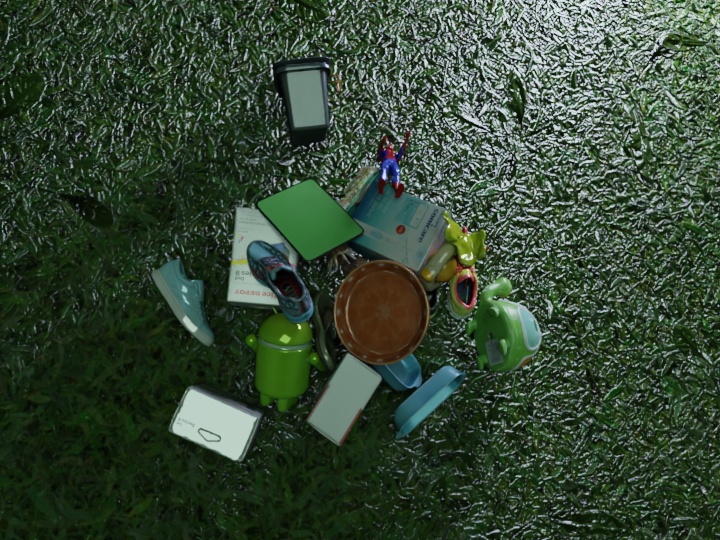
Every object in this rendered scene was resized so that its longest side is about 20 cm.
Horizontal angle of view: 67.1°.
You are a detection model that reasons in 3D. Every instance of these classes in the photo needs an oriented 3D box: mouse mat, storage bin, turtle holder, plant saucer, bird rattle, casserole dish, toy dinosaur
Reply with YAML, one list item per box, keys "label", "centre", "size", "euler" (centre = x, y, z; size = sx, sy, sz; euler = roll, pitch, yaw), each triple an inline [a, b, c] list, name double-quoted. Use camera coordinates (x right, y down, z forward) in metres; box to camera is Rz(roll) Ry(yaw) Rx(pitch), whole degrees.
- label: "mouse mat"
  centre: [-0.107, -0.111, 1.143]
  size: [0.159, 0.008, 0.200]
  euler: [-29, 60, -30]
- label: "storage bin"
  centre: [-0.110, -0.360, 1.183]
  size: [0.142, 0.200, 0.138]
  euler: [-8, 93, -7]
- label: "turtle holder"
  centre: [0.313, 0.126, 1.189]
  size: [0.129, 0.143, 0.187]
  euler: [-2, 43, -23]
- label: "plant saucer"
  centre: [0.042, 0.083, 1.078]
  size: [0.195, 0.032, 0.206]
  euler: [-1, 86, 19]
- label: "bird rattle"
  centre: [0.174, -0.030, 1.092]
  size: [0.113, 0.200, 0.163]
  euler: [43, 87, 9]
- label: "casserole dish"
  centre: [0.052, 0.175, 1.160]
  size: [0.039, 0.121, 0.201]
  euler: [-41, 88, 26]
- label: "casserole dish"
  centre: [0.139, 0.271, 1.143]
  size: [0.199, 0.122, 0.039]
  euler: [-40, 65, -11]
- label: "toy dinosaur"
  centre: [0.000, 0.000, 1.151]
  size: [0.196, 0.136, 0.087]
  euler: [18, 67, 18]

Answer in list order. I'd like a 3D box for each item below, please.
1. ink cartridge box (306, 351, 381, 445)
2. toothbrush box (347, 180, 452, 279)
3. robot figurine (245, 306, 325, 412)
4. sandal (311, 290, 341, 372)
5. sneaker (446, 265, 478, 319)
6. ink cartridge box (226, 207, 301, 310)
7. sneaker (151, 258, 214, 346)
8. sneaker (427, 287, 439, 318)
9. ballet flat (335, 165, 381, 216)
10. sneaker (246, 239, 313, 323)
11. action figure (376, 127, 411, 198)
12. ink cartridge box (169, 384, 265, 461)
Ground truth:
- label: "ink cartridge box"
  centre: [-0.033, 0.247, 1.086]
  size: [0.082, 0.200, 0.147]
  euler: [32, 83, 2]
- label: "toothbrush box"
  centre: [0.082, -0.083, 1.169]
  size: [0.197, 0.085, 0.148]
  euler: [27, 79, 25]
- label: "robot figurine"
  centre: [-0.157, 0.179, 1.113]
  size: [0.172, 0.115, 0.205]
  euler: [11, 102, 22]
- label: "sandal"
  centre: [-0.060, 0.123, 1.129]
  size: [0.056, 0.080, 0.203]
  euler: [-25, 40, 11]
- label: "sneaker"
  centre: [0.229, 0.003, 1.208]
  size: [0.076, 0.090, 0.205]
  euler: [-6, 81, -5]
- label: "ink cartridge box"
  centre: [-0.203, -0.022, 1.169]
  size: [0.142, 0.088, 0.205]
  euler: [6, 82, -6]
- label: "sneaker"
  centre: [-0.356, 0.062, 1.148]
  size: [0.081, 0.074, 0.202]
  euler: [-36, 88, -7]
- label: "sneaker"
  centre: [0.144, 0.003, 1.201]
  size: [0.073, 0.085, 0.205]
  euler: [-10, 83, -8]
- label: "ballet flat"
  centre: [-0.021, -0.154, 1.226]
  size: [0.063, 0.076, 0.201]
  euler: [28, 73, 30]
- label: "sneaker"
  centre: [-0.157, 0.003, 1.064]
  size: [0.079, 0.096, 0.200]
  euler: [-35, 69, -19]
- label: "action figure"
  centre: [0.071, -0.250, 1.182]
  size: [0.064, 0.202, 0.101]
  euler: [12, 123, -8]
- label: "ink cartridge box"
  centre: [-0.268, 0.289, 1.051]
  size: [0.143, 0.200, 0.089]
  euler: [23, 80, -1]
